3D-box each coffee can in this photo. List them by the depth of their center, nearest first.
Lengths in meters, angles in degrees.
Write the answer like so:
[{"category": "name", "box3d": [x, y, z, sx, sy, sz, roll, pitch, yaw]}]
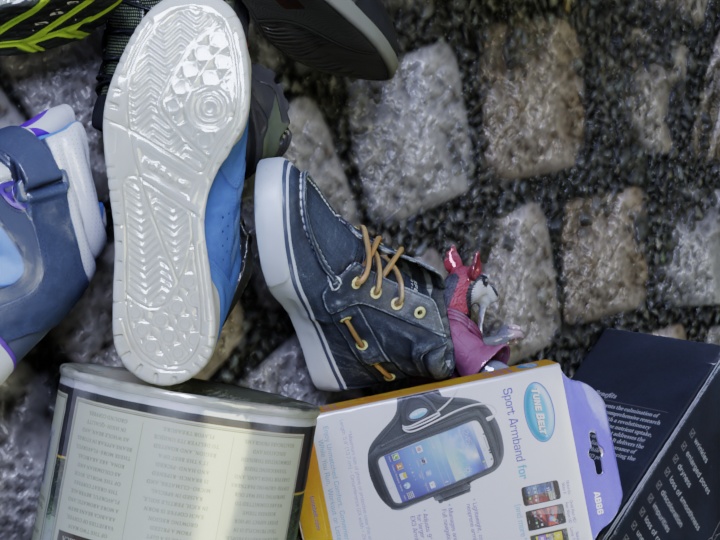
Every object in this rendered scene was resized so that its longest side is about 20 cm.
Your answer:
[{"category": "coffee can", "box3d": [-0.109, 0.161, 0.875, 0.146, 0.146, 0.201, 11, 88, -44]}]

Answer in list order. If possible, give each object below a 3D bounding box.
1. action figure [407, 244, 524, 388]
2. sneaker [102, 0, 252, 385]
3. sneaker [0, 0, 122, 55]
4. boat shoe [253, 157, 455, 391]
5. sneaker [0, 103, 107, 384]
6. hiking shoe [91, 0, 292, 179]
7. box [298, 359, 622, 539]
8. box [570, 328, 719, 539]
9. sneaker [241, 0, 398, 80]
[{"category": "action figure", "box3d": [0.052, 0.083, 1.071, 0.148, 0.134, 0.201, 0, 88, -7]}, {"category": "sneaker", "box3d": [-0.095, -0.045, 0.859, 0.076, 0.111, 0.201, 2, 94, -3]}, {"category": "sneaker", "box3d": [-0.219, -0.142, 0.794, 0.200, 0.075, 0.077, -15, 73, -36]}, {"category": "boat shoe", "box3d": [0.000, 0.000, 0.954, 0.200, 0.091, 0.071, 69, 19, -52]}, {"category": "sneaker", "box3d": [-0.209, -0.050, 0.805, 0.200, 0.080, 0.147, 53, 53, -31]}, {"category": "hiking shoe", "box3d": [-0.109, -0.120, 0.882, 0.101, 0.076, 0.200, -48, 126, -32]}, {"category": "box", "box3d": [0.057, 0.128, 0.988, 0.199, 0.041, 0.119, -11, 92, -8]}, {"category": "box", "box3d": [0.217, 0.185, 1.202, 0.197, 0.124, 0.200, -49, 125, -25]}, {"category": "sneaker", "box3d": [-0.022, -0.186, 0.864, 0.200, 0.075, 0.107, 43, 60, -55]}]
